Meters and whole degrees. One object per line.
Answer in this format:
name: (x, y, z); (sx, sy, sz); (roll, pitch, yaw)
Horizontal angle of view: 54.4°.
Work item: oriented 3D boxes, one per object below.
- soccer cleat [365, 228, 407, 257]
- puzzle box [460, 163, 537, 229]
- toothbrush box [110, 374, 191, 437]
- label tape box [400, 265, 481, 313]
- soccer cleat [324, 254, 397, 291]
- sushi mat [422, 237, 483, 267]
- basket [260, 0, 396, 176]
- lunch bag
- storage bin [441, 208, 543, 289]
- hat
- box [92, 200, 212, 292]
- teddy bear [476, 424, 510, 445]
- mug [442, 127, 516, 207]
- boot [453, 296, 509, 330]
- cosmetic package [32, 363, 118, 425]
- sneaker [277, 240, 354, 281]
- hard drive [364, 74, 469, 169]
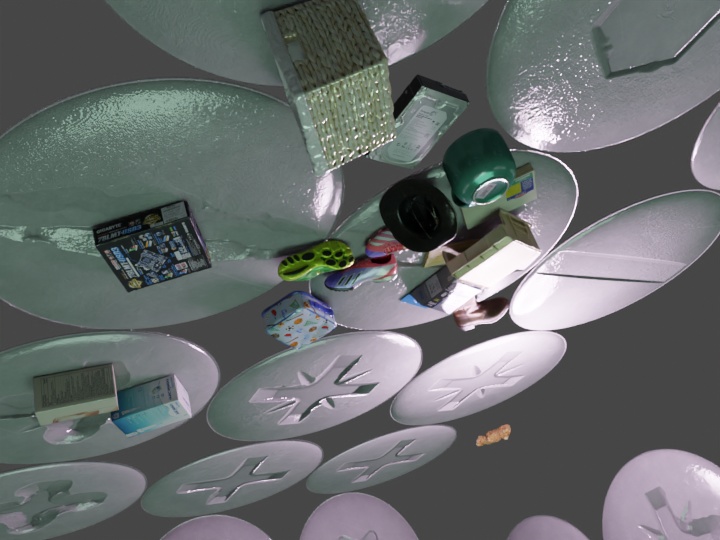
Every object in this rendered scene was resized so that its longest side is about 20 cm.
soccer cleat: (0.103, -0.075, 1.721); (0.197, 0.078, 0.067); (-27, 150, 10)
puzzle box: (0.344, -0.182, 1.748); (0.196, 0.026, 0.133); (-24, 149, 5)
toothbrush box: (-0.608, 0.395, 2.034); (0.196, 0.087, 0.147); (-17, 149, -5)
label tape box: (0.235, 0.073, 2.055); (0.199, 0.064, 0.143); (-39, 144, 28)
soccer cleat: (0.000, 0.000, 1.807); (0.195, 0.069, 0.075); (-11, 126, -8)
sushi mat: (0.267, -0.052, 1.922); (0.195, 0.012, 0.097); (-11, 147, -18)
basket: (-0.047, -0.305, 1.140); (0.158, 0.201, 0.201); (-20, 150, -3)
lunch bag: (-0.160, 0.133, 1.900); (0.159, 0.077, 0.199); (-34, 147, 17)
storage bin: (0.347, -0.052, 1.854); (0.199, 0.095, 0.197); (-36, 149, 29)
hat: (0.144, -0.143, 1.622); (0.197, 0.081, 0.204); (18, 135, 19)
box: (-0.430, -0.045, 1.472); (0.194, 0.051, 0.201); (-17, 150, -6)
teddy bear: (0.684, 0.858, 3.591); (0.196, 0.068, 0.146); (-21, 152, 1)
mug: (0.272, -0.212, 1.566); (0.149, 0.116, 0.186); (-23, 150, 4)
boot: (0.364, 0.096, 2.198); (0.184, 0.070, 0.201); (-19, 143, 13)
cosmetic package: (-0.738, 0.323, 1.822); (0.195, 0.105, 0.088); (-7, 147, -19)
sneaker: (-0.111, -0.022, 1.702); (0.196, 0.076, 0.083); (-13, 175, -19)
hard drive: (0.110, -0.293, 1.416); (0.137, 0.038, 0.200); (6, 139, -39)
